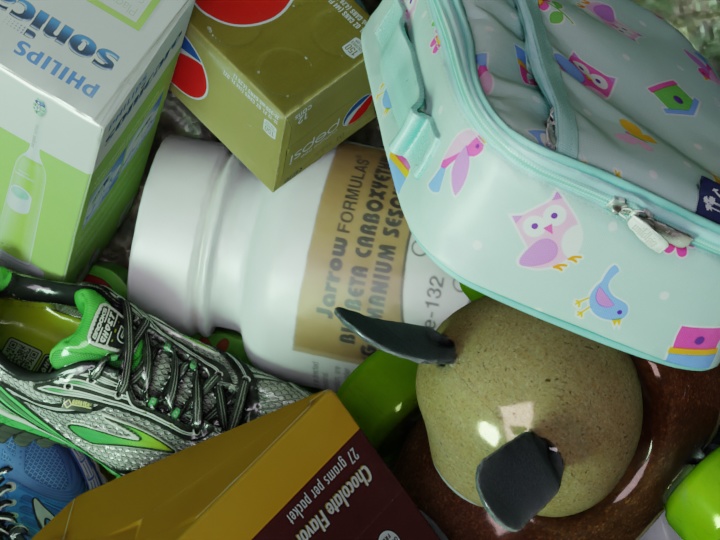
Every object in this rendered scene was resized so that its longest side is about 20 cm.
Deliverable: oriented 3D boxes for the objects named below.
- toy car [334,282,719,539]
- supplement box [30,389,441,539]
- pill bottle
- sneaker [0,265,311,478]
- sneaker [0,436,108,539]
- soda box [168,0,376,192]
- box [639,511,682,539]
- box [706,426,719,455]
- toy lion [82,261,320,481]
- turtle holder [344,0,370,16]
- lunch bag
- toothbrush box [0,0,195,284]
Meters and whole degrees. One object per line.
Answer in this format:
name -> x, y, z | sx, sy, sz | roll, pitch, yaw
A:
toy car -> 0.057, 0.067, 1.151 | 0.158, 0.200, 0.164 | -46, 70, 12
supplement box -> -0.046, 0.185, 1.167 | 0.197, 0.133, 0.200 | -25, 104, 49
pill bottle -> 0.000, 0.000, 1.329 | 0.199, 0.114, 0.115 | 12, 102, 6
sneaker -> -0.100, 0.056, 1.291 | 0.199, 0.085, 0.078 | 17, 61, 6
sneaker -> -0.155, 0.126, 1.306 | 0.078, 0.089, 0.200 | -37, 51, 10
soda box -> -0.079, -0.134, 1.298 | 0.068, 0.064, 0.200 | -37, 70, -24
box -> 0.114, 0.205, 1.274 | 0.156, 0.041, 0.201 | -31, 66, 45
box -> 0.236, 0.178, 1.326 | 0.199, 0.123, 0.199 | 13, 103, 7
toy lion -> -0.113, 0.081, 1.394 | 0.199, 0.069, 0.192 | -15, 91, 10
turtle holder -> 0.031, -0.166, 1.282 | 0.185, 0.141, 0.132 | 29, 119, -6
lunch bag -> 0.080, -0.054, 1.150 | 0.160, 0.200, 0.077 | 25, 115, -24
toothbrush box -> -0.168, -0.080, 1.292 | 0.145, 0.200, 0.086 | 30, 62, 4
